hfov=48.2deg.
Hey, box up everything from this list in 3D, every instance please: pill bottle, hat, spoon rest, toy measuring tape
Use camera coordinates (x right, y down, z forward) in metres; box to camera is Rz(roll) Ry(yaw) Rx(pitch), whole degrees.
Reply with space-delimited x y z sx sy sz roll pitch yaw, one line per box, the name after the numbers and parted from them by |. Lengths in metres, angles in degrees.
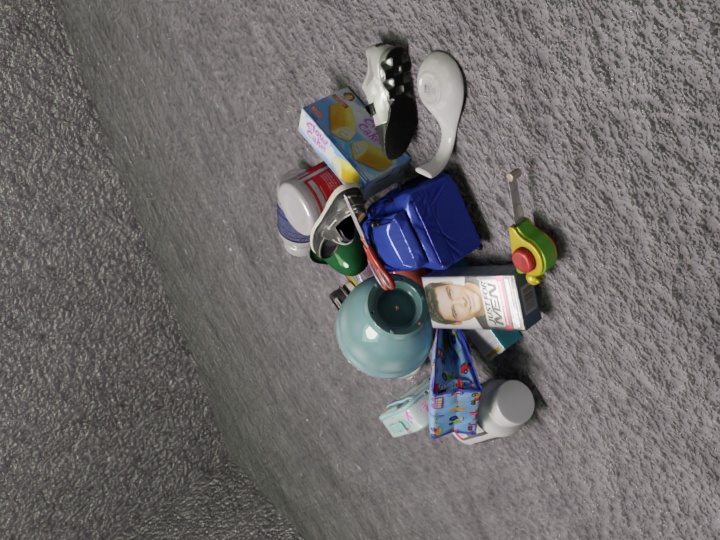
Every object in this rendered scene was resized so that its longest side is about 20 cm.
0.256 0.274 1.574 0.112 0.110 0.200 56 154 5 | pill bottle
0.000 0.000 1.627 0.199 0.165 0.177 21 -144 -59 | hat
0.128 -0.257 1.322 0.099 0.060 0.203 33 131 41 | spoon rest
0.267 -0.059 1.249 0.073 0.073 0.202 28 141 47 | toy measuring tape
-0.050 -0.160 1.567 0.112 0.199 0.113 42 150 31 | pill bottle
-0.138 -0.128 1.866 0.111 0.110 0.201 45 151 26 | pill bottle

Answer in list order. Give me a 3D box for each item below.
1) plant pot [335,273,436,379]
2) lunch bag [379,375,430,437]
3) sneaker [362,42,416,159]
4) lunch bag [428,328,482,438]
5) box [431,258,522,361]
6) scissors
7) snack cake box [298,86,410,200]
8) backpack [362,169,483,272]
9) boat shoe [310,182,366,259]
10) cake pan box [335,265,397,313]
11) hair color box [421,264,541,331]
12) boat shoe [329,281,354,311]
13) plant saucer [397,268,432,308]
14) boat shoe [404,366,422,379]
0.059 0.089 1.528 0.201 0.199 0.135 52 158 14 | plant pot
0.129 0.295 1.772 0.078 0.159 0.200 55 155 6 | lunch bag
0.045 -0.296 1.404 0.088 0.073 0.203 30 132 45 | sneaker
0.164 0.188 1.522 0.152 0.092 0.202 87 178 -49 | lunch bag
0.210 0.067 1.507 0.201 0.049 0.082 55 155 10 | box
0.007 -0.047 1.412 0.202 0.014 0.073 60 169 -18 | scissors
-0.013 -0.238 1.515 0.201 0.114 0.067 50 153 17 | snack cake box
0.089 -0.079 1.445 0.199 0.166 0.165 2 115 68 | backpack
-0.042 -0.075 1.490 0.068 0.071 0.201 59 146 21 | boat shoe
0.020 0.057 1.810 0.186 0.052 0.200 62 166 -11 | cake pan box
0.208 0.047 1.405 0.198 0.060 0.101 -2 107 44 | hair color box
-0.005 0.126 1.804 0.202 0.060 0.074 65 165 -14 | boat shoe
0.125 0.051 1.655 0.202 0.036 0.200 62 157 -5 | plant saucer
0.093 0.222 1.876 0.069 0.072 0.199 45 153 -21 | boat shoe
